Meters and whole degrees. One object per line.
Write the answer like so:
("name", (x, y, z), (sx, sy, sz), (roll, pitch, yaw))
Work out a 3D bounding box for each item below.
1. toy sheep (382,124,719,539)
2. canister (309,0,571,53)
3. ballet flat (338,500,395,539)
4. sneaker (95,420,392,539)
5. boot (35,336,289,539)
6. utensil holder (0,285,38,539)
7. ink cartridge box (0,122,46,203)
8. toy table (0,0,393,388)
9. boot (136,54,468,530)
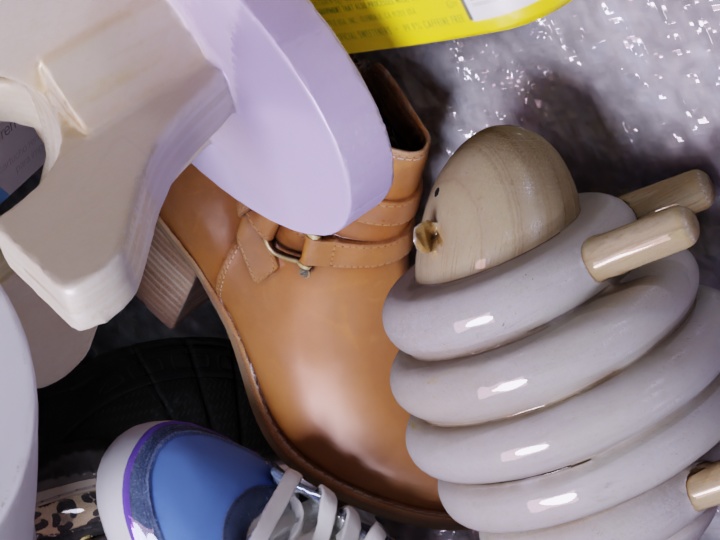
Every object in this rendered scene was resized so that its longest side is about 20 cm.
("toy sheep", (0.079, 0.043, 0.943), (0.137, 0.138, 0.201), (-13, 103, 45))
("canister", (-0.010, -0.174, 0.859), (0.148, 0.087, 0.201), (-3, 123, 43))
("ballet flat", (-0.051, 0.149, 1.197), (0.199, 0.072, 0.072), (-19, 111, 47))
("sneaker", (0.011, 0.117, 0.992), (0.200, 0.081, 0.146), (47, 142, -17))
("boot", (-0.106, 0.109, 1.140), (0.151, 0.199, 0.073), (92, 161, -50))
("utensil holder", (-0.194, 0.078, 0.948), (0.170, 0.170, 0.200), (38, 157, 6))
("ink cartridge box", (-0.206, -0.120, 1.036), (0.125, 0.129, 0.201), (16, 134, 29))
("toy table", (-0.094, -0.057, 0.910), (0.200, 0.117, 0.185), (29, 147, 54))
("boot", (0.000, 0.000, 1.017), (0.200, 0.074, 0.155), (37, 136, 4))
